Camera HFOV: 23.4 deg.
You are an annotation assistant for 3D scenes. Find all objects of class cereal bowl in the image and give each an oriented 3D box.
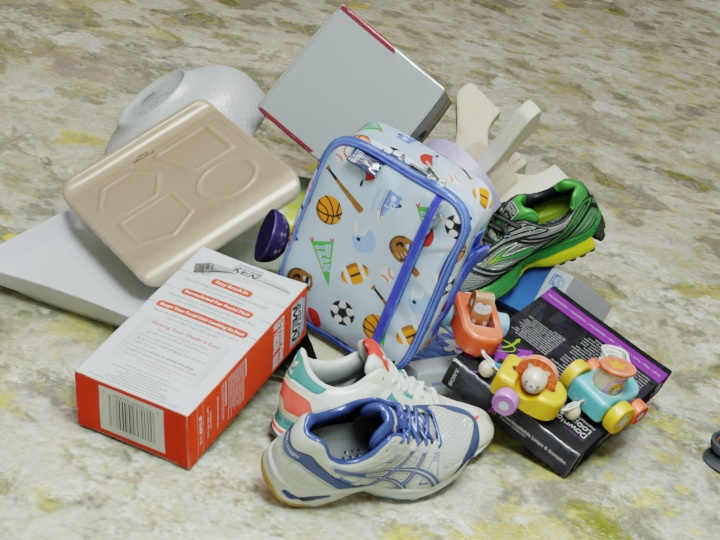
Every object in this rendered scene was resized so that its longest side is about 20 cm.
[{"bbox_3d":[-0.203,-0.156,1.890,0.083,0.200,0.200,52,6,-24],"label":"cereal bowl"}]

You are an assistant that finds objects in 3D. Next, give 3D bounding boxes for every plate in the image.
[{"bbox_3d":[-0.244,0.004,1.690,0.199,0.032,0.200,17,22,15],"label":"plate"}]

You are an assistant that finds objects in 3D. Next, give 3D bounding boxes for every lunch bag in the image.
[{"bbox_3d":[0.023,-0.020,1.502,0.160,0.200,0.076,33,32,17],"label":"lunch bag"}]

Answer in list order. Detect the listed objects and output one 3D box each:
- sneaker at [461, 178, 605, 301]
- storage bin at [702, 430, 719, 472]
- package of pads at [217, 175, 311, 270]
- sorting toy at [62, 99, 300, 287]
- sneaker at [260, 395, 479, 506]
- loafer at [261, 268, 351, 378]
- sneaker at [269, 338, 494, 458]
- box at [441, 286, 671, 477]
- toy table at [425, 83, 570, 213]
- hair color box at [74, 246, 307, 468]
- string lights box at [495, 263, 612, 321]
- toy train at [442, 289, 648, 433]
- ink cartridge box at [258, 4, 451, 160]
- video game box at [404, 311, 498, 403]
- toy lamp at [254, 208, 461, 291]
[{"bbox_3d":[0.138,-0.033,1.703,0.200,0.085,0.078,-27,48,-1],"label":"sneaker"},{"bbox_3d":[0.432,0.141,1.556,0.145,0.135,0.200,-8,29,-40],"label":"storage bin"},{"bbox_3d":[-0.086,-0.053,1.863,0.199,0.068,0.155,10,21,-12],"label":"package of pads"},{"bbox_3d":[-0.178,-0.076,1.728,0.185,0.037,0.200,-34,44,-14],"label":"sorting toy"},{"bbox_3d":[0.023,0.138,1.388,0.199,0.088,0.075,-10,62,-33],"label":"sneaker"},{"bbox_3d":[-0.066,0.057,1.589,0.068,0.076,0.200,-2,25,-45],"label":"loafer"},{"bbox_3d":[0.026,0.109,1.479,0.199,0.094,0.070,5,22,-15],"label":"sneaker"},{"bbox_3d":[0.182,0.097,1.596,0.143,0.036,0.200,37,34,17],"label":"box"},{"bbox_3d":[0.142,-0.108,1.902,0.184,0.117,0.200,49,-14,3],"label":"toy table"},{"bbox_3d":[-0.139,0.069,1.468,0.111,0.064,0.200,19,41,20],"label":"hair color box"},{"bbox_3d":[0.149,0.007,1.798,0.200,0.059,0.103,29,-1,36],"label":"string lights box"},{"bbox_3d":[0.168,0.070,1.543,0.199,0.056,0.150,14,37,-15],"label":"toy train"},{"bbox_3d":[-0.001,-0.178,1.880,0.145,0.145,0.200,39,4,3],"label":"ink cartridge box"},{"bbox_3d":[0.064,0.065,1.679,0.182,0.047,0.200,-3,25,-38],"label":"video game box"},{"bbox_3d":[0.000,0.000,1.636,0.199,0.058,0.058,19,19,-16],"label":"toy lamp"}]
